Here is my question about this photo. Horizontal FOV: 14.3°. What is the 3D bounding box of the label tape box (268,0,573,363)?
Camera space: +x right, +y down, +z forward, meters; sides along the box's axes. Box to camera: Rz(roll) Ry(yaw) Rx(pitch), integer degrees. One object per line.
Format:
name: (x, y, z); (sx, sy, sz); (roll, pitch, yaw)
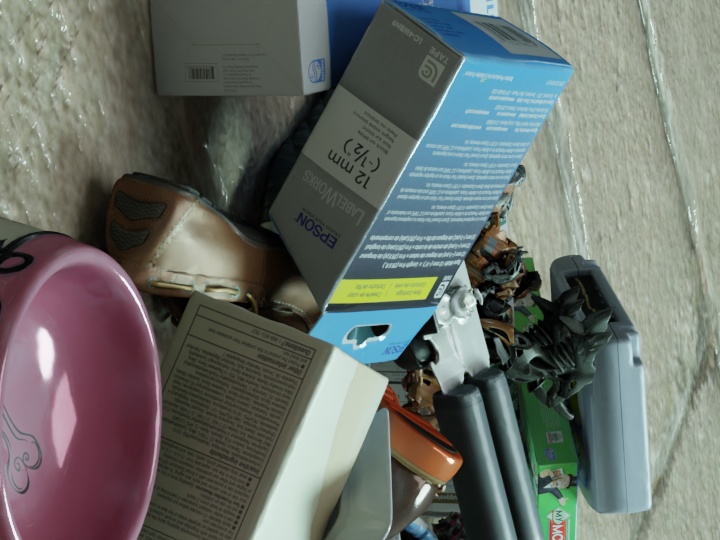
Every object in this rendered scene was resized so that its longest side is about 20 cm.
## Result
label tape box: (0.019, -0.046, 1.581); (0.201, 0.066, 0.143); (-59, 157, 17)

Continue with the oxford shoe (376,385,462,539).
oxford shoe: (-0.015, 0.090, 1.633); (0.071, 0.200, 0.073); (32, 94, -27)

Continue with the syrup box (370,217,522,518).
syrup box: (0.053, 0.052, 1.850); (0.079, 0.081, 0.202); (-26, 113, -65)

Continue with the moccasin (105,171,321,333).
moccasin: (-0.078, 0.008, 1.557); (0.201, 0.073, 0.078); (31, 76, -68)

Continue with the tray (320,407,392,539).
tray: (-0.041, 0.171, 1.543); (0.200, 0.022, 0.108); (-57, -161, 28)

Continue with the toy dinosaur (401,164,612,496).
toy dinosaur: (0.072, 0.033, 1.760); (0.102, 0.135, 0.201); (-99, -155, -59)

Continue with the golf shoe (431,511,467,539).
golf shoe: (0.061, 0.219, 1.746); (0.092, 0.072, 0.200); (51, 12, -16)

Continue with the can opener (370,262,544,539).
can opener: (0.059, 0.080, 1.711); (0.053, 0.066, 0.201); (-28, 104, -45)

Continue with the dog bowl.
dog bowl: (-0.161, 0.071, 1.357); (0.200, 0.073, 0.202); (0, 90, -67)

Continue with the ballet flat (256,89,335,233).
ballet flat: (-0.015, -0.058, 1.717); (0.200, 0.056, 0.067); (-64, 145, -45)

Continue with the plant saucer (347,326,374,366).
plant saucer: (0.000, 0.000, 1.727); (0.070, 0.019, 0.201); (-47, 153, -57)

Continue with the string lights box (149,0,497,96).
string lights box: (-0.016, -0.137, 1.610); (0.200, 0.102, 0.059); (-18, 107, -54)

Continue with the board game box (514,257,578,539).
board game box: (0.117, 0.107, 1.938); (0.201, 0.029, 0.135); (-98, -175, -48)

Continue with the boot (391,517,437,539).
boot: (-0.023, 0.150, 1.653); (0.200, 0.095, 0.074); (17, 75, -66)

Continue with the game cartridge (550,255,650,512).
game cartridge: (0.156, 0.080, 1.887); (0.200, 0.040, 0.134); (-106, -173, -74)

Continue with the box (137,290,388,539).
box: (-0.074, 0.124, 1.469); (0.201, 0.095, 0.078); (-66, 153, -5)
